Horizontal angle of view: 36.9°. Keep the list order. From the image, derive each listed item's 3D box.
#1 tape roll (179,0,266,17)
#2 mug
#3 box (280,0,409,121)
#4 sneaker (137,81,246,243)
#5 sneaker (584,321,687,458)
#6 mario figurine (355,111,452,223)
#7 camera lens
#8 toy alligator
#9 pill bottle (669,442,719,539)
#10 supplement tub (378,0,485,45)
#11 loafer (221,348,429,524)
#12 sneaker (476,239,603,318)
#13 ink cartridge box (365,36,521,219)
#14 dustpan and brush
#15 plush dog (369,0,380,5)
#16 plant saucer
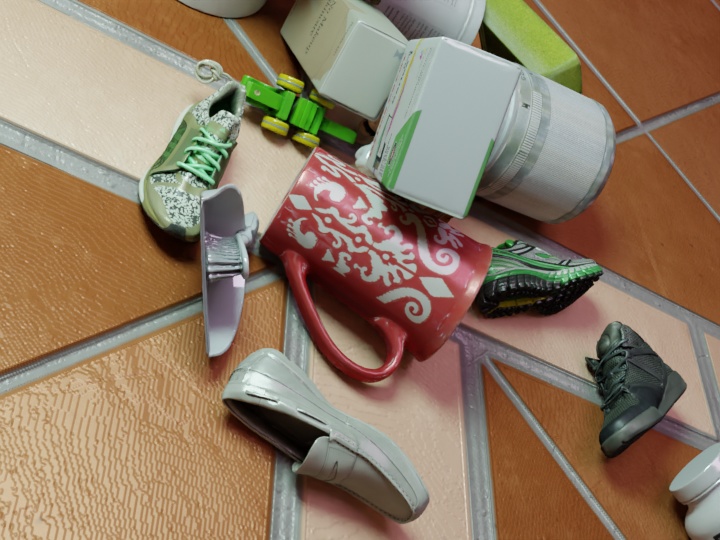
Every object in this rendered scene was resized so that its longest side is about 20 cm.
[{"bbox_3d":[-0.163,-0.415,1.247,0.201,0.139,0.205,23,43,-24],"label":"tape roll"},{"bbox_3d":[0.006,-0.009,1.034,0.199,0.134,0.178,33,37,-7],"label":"mug"},{"bbox_3d":[-0.018,-0.258,1.213,0.077,0.096,0.201,22,21,-28],"label":"box"},{"bbox_3d":[-0.151,-0.113,1.021,0.076,0.089,0.202,27,42,-19],"label":"sneaker"},{"bbox_3d":[0.285,0.130,1.193,0.114,0.076,0.199,48,35,9],"label":"sneaker"},{"bbox_3d":[0.038,-0.138,1.237,0.104,0.124,0.202,-16,69,-4],"label":"mario figurine"},{"bbox_3d":[0.195,-0.155,1.304,0.198,0.160,0.162,17,45,-28],"label":"camera lens"},{"bbox_3d":[-0.094,-0.183,1.167,0.198,0.060,0.054,21,3,-26],"label":"toy alligator"},{"bbox_3d":[0.423,0.283,1.139,0.200,0.113,0.112,49,39,7],"label":"pill bottle"},{"bbox_3d":[0.045,-0.349,1.374,0.198,0.132,0.133,23,42,-25],"label":"supplement tub"},{"bbox_3d":[-0.031,0.150,0.907,0.199,0.070,0.070,37,43,4],"label":"loafer"},{"bbox_3d":[0.201,-0.002,1.236,0.198,0.078,0.086,1,54,-40],"label":"sneaker"},{"bbox_3d":[0.073,-0.144,1.052,0.083,0.147,0.200,19,9,-9],"label":"ink cartridge box"},{"bbox_3d":[-0.115,-0.022,0.973,0.056,0.142,0.200,-2,18,-8],"label":"dustpan and brush"},{"bbox_3d":[0.014,-0.410,1.194,0.197,0.161,0.174,-1,67,10],"label":"plush dog"},{"bbox_3d":[0.217,-0.265,1.430,0.201,0.048,0.200,54,-6,30],"label":"plant saucer"}]
